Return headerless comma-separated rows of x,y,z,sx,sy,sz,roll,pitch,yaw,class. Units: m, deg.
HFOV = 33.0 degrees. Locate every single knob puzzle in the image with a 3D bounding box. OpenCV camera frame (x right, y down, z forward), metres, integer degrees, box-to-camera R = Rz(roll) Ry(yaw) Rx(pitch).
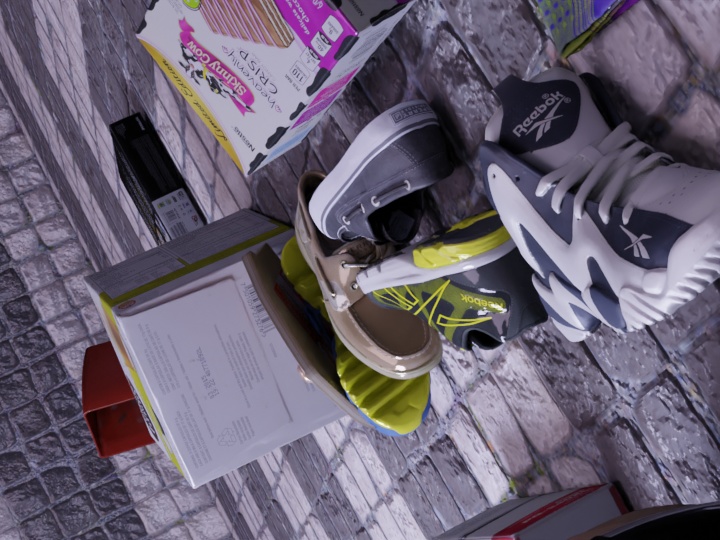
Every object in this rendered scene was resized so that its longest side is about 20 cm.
-0.048,0.068,1.078,0.220,0.030,0.220,53,-174,-8,knob puzzle

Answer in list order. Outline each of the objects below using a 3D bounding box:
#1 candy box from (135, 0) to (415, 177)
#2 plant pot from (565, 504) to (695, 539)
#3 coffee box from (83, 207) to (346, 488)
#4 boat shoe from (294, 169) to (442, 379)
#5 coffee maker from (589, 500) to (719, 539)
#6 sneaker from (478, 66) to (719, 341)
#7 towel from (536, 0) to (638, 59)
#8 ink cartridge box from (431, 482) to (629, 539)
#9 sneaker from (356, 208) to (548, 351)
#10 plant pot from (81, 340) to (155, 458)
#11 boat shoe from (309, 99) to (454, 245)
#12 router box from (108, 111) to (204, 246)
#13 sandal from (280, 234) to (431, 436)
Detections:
-0.064,-0.168,0.808,0.136,0.061,0.200,52,147,3,candy box
0.171,0.186,0.617,0.093,0.201,0.201,-61,-40,-54,plant pot
-0.146,0.072,1.267,0.198,0.200,0.200,24,136,65,coffee box
0.000,0.000,0.963,0.065,0.072,0.200,82,161,-52,boat shoe
0.182,0.145,0.405,0.135,0.200,0.192,66,167,-19,coffee maker
0.109,-0.043,0.560,0.130,0.079,0.199,55,172,2,sneaker
0.092,-0.184,0.511,0.144,0.023,0.200,62,163,4,towel
0.140,0.236,0.858,0.145,0.083,0.200,62,163,6,ink cartridge box
0.057,0.018,0.809,0.085,0.074,0.200,64,163,-1,sneaker
-0.482,0.247,2.549,0.200,0.200,0.176,90,161,-54,plant pot
0.019,-0.050,0.853,0.066,0.070,0.200,63,155,10,boat shoe
-0.272,-0.095,1.654,0.200,0.051,0.149,59,164,18,router box
0.002,0.057,1.043,0.087,0.079,0.200,78,166,-61,sandal
